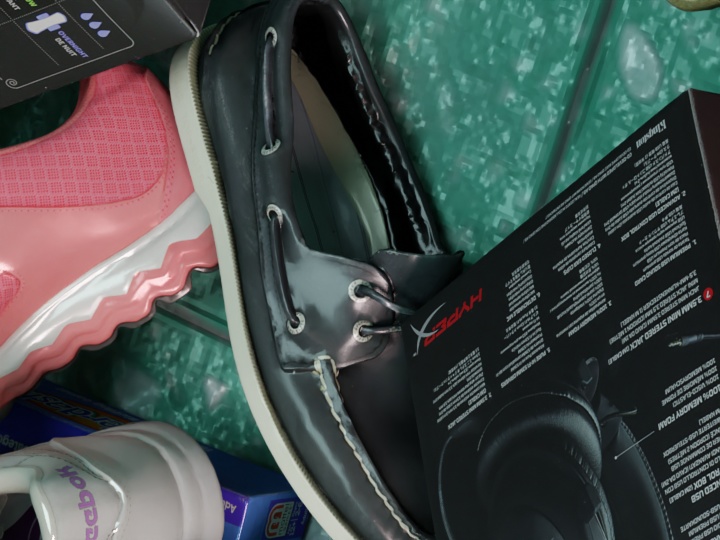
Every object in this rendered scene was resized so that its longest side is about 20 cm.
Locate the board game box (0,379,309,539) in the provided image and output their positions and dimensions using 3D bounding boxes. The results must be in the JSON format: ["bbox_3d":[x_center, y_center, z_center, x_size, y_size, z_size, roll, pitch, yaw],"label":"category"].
[{"bbox_3d":[-0.109,0.146,0.975,0.152,0.045,0.200,19,101,30],"label":"board game box"}]

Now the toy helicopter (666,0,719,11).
[{"bbox_3d":[0.152,-0.087,0.808,0.132,0.079,0.200,-14,94,22],"label":"toy helicopter"}]

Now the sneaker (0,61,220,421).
[{"bbox_3d":[-0.133,0.004,0.922,0.200,0.074,0.087,-36,101,-11],"label":"sneaker"}]

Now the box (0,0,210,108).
[{"bbox_3d":[-0.147,-0.136,0.915,0.200,0.124,0.149,-17,42,31],"label":"box"}]

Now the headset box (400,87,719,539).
[{"bbox_3d":[0.093,0.075,0.773,0.149,0.077,0.200,-42,50,47],"label":"headset box"}]

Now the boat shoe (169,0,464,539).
[{"bbox_3d":[0.002,0.000,0.888,0.066,0.074,0.200,-34,64,40],"label":"boat shoe"}]

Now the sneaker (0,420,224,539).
[{"bbox_3d":[-0.144,0.097,0.911,0.200,0.100,0.075,-26,78,30],"label":"sneaker"}]
